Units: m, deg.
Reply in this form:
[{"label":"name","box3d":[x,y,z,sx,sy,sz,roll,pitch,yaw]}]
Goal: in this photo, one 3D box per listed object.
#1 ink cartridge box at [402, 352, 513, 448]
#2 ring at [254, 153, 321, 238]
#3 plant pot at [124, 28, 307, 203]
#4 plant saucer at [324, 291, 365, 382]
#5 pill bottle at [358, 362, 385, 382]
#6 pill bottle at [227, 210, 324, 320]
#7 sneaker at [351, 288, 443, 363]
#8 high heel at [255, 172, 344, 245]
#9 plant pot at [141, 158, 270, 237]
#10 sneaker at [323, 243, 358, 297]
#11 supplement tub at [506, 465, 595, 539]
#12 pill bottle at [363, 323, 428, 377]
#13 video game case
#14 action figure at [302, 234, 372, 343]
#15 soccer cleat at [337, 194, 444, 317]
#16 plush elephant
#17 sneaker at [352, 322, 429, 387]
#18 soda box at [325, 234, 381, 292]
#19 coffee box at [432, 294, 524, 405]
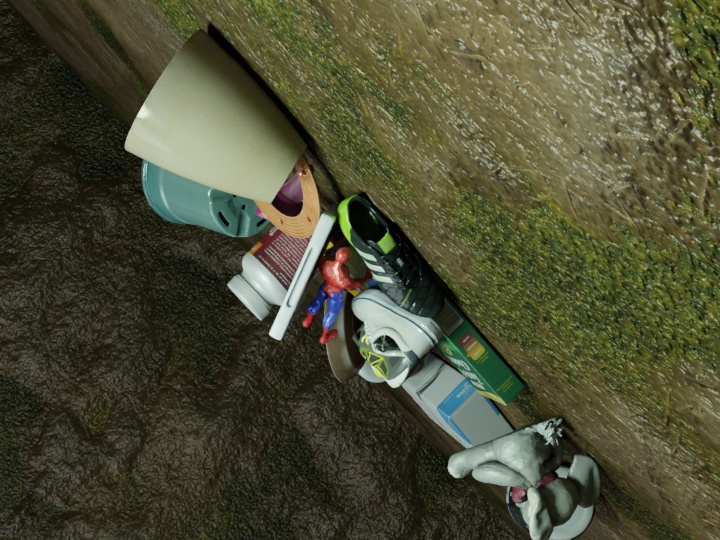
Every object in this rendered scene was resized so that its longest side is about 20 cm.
[{"label":"ink cartridge box","box3d":[0.177,0.251,1.866,0.145,0.084,0.200,50,171,-29]},{"label":"ring","box3d":[-0.119,-0.140,1.464,0.200,0.019,0.202,37,144,33]},{"label":"plant pot","box3d":[-0.177,-0.182,1.329,0.199,0.188,0.187,34,173,-6]},{"label":"plant saucer","box3d":[-0.018,0.093,1.744,0.032,0.202,0.201,-3,151,18]},{"label":"pill bottle","box3d":[0.010,0.171,2.232,0.112,0.112,0.200,49,171,-22]},{"label":"pill bottle","box3d":[-0.126,-0.016,1.701,0.113,0.200,0.113,44,171,8]},{"label":"sneaker","box3d":[0.034,0.080,1.432,0.073,0.071,0.199,52,163,-26]},{"label":"high heel","box3d":[-0.070,-0.054,1.573,0.200,0.096,0.067,50,-173,-3]},{"label":"plant pot","box3d":[-0.249,-0.153,1.755,0.195,0.201,0.201,26,160,46]},{"label":"sneaker","box3d":[0.000,0.000,1.678,0.200,0.069,0.091,39,-147,-51]},{"label":"supplement tub","box3d":[0.315,0.389,1.698,0.123,0.123,0.200,45,171,5]},{"label":"pill bottle","box3d":[0.065,0.130,1.743,0.114,0.114,0.200,44,173,14]},{"label":"video game case","box3d":[-0.075,-0.004,1.440,0.023,0.184,0.200,24,-172,0]},{"label":"action figure","box3d":[-0.025,0.015,1.443,0.065,0.099,0.201,40,149,14]},{"label":"soccer cleat","box3d":[0.040,-0.017,1.340,0.200,0.067,0.081,49,171,1]},{"label":"plush elephant","box3d":[0.256,0.307,1.461,0.200,0.163,0.156,-37,71,59]},{"label":"sneaker","box3d":[0.036,0.121,1.514,0.085,0.075,0.200,45,166,-9]},{"label":"soda box","box3d":[0.039,0.026,1.534,0.200,0.068,0.064,49,171,-19]},{"label":"coffee box","box3d":[0.145,0.106,1.466,0.200,0.044,0.123,48,172,-11]}]
